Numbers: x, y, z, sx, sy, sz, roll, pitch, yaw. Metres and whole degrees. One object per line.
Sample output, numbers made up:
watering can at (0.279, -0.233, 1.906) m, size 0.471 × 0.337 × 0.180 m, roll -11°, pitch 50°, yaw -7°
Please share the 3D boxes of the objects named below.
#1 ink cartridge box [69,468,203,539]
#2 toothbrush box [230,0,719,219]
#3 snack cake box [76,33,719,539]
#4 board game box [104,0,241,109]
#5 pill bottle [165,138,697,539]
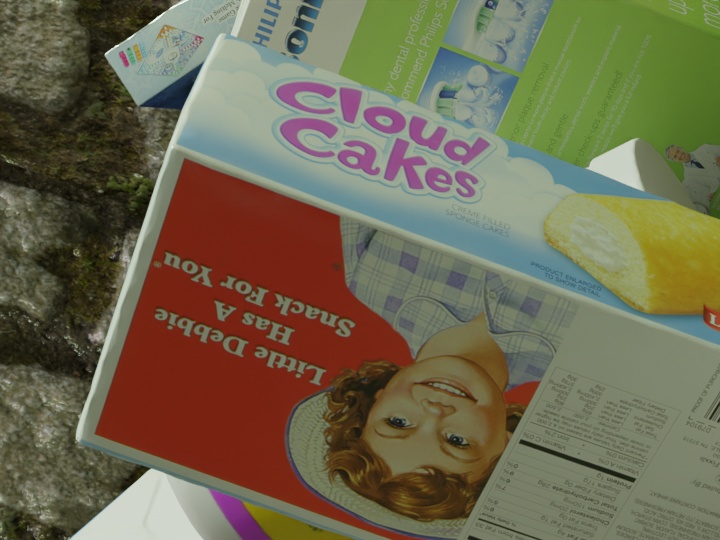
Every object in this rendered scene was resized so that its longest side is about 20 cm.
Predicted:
ink cartridge box at (-0.031, 0.183, 0.757) m, size 0.067 × 0.200 × 0.116 m, roll -41°, pitch 29°, yaw -10°
toothbrush box at (0.061, -0.106, 0.686) m, size 0.146 × 0.199 × 0.086 m, roll -77°, pitch 8°, yaw -61°
snack cake box at (0.028, 0.025, 0.519) m, size 0.067 × 0.199 × 0.115 m, roll -76°, pitch 7°, yaw -53°
board game box at (-0.044, -0.171, 1.097) m, size 0.199 × 0.043 × 0.200 m, roll -32°, pitch -1°, yaw 11°
pill bottle at (0.030, 0.031, 0.626) m, size 0.200 × 0.104 × 0.104 m, roll -29°, pitch 23°, yaw 21°
